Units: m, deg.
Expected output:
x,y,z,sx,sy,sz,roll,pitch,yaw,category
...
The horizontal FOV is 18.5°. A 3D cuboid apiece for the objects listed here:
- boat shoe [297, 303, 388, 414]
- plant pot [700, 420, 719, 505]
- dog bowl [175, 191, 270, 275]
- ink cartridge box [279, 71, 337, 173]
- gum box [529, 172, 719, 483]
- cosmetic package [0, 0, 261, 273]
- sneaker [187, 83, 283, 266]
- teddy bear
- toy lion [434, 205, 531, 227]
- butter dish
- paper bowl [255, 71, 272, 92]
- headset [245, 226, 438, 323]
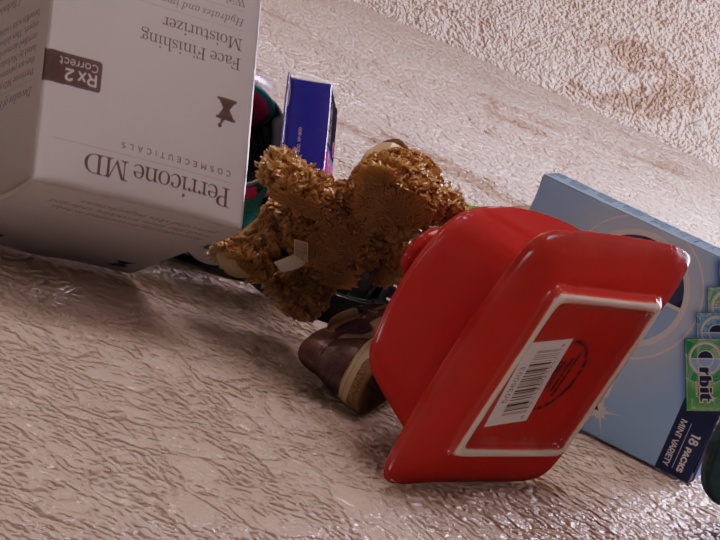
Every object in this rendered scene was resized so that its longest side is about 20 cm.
x,y,z,sx,sy,sz,roll,pitch,yaw,category
0.010,0.049,1.590,0.072,0.072,0.200,27,20,14,boat shoe
0.372,0.153,1.531,0.200,0.200,0.188,7,35,-49,plant pot
-0.130,-0.065,1.806,0.200,0.074,0.200,22,12,-5,dog bowl
-0.040,-0.089,1.663,0.037,0.095,0.200,5,-2,4,ink cartridge box
0.201,0.042,1.705,0.200,0.170,0.045,26,13,19,gum box
-0.182,-0.120,1.539,0.164,0.201,0.165,13,-18,-32,cosmetic package
-0.119,-0.117,1.665,0.083,0.121,0.200,-9,62,-33,sneaker
-0.018,-0.033,1.542,0.145,0.200,0.067,27,46,-9,teddy bear
0.048,-0.039,1.978,0.200,0.069,0.192,-2,15,-35,toy lion
0.084,0.028,1.455,0.148,0.200,0.199,44,23,31,butter dish
-0.190,-0.176,2.050,0.200,0.105,0.201,27,2,-1,paper bowl
0.000,0.000,1.710,0.123,0.094,0.200,32,16,37,headset
